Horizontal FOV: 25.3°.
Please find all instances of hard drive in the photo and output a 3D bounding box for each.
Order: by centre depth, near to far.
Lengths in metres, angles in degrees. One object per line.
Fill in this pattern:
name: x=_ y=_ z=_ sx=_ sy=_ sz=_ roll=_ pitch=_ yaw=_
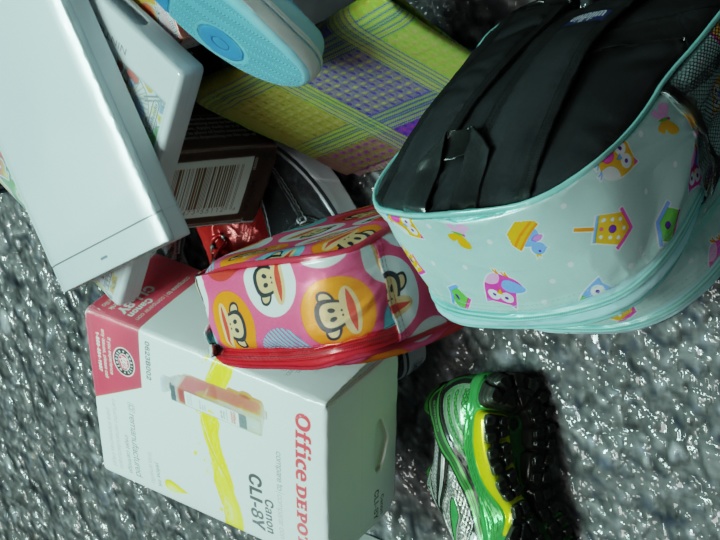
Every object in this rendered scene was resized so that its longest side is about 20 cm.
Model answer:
hard drive: x=-0.190 y=-0.096 z=1.013 sx=0.132 sy=0.027 sz=0.201 roll=-21 pitch=92 yaw=48

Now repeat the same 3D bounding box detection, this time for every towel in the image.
towel: x=0.000 y=-0.113 z=1.004 sx=0.200 sy=0.143 sz=0.023 roll=-18 pitch=55 yaw=49

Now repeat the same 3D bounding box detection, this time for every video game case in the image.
video game case: x=-0.187 y=-0.105 z=1.042 sx=0.182 sy=0.023 sz=0.200 roll=43 pitch=135 yaw=23

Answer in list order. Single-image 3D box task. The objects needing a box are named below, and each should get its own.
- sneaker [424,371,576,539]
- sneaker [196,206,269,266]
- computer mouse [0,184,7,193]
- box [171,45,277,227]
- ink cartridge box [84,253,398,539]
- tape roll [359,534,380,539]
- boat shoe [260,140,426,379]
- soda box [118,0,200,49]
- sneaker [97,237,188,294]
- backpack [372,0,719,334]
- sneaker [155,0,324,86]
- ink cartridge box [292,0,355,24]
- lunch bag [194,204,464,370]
sneaker: x=0.091 y=0.164 z=1.072 sx=0.085 sy=0.078 sz=0.201 roll=1 pitch=99 yaw=52
sneaker: x=-0.083 y=0.009 z=1.161 sx=0.077 sy=0.085 sz=0.201 roll=-32 pitch=84 yaw=46
computer mouse: x=-0.238 y=-0.151 z=1.219 sx=0.044 sy=0.109 sz=0.201 roll=-150 pitch=68 yaw=-79
box: x=-0.151 y=-0.116 z=1.129 sx=0.200 sy=0.100 sz=0.075 roll=56 pitch=139 yaw=36
ink cartridge box: x=-0.081 y=0.094 z=1.093 sx=0.199 sy=0.083 sz=0.146 roll=19 pitch=128 yaw=27
tape roll: x=-0.038 y=0.313 z=1.207 sx=0.202 sy=0.139 sz=0.204 roll=21 pitch=122 yaw=38
boat shoe: x=-0.033 y=-0.005 z=1.112 sx=0.201 sy=0.068 sz=0.072 roll=60 pitch=149 yaw=5
soda box: x=-0.136 y=-0.236 z=0.995 sx=0.063 sy=0.068 sz=0.201 roll=-12 pitch=99 yaw=50
sneaker: x=-0.148 y=0.020 z=1.219 sx=0.200 sy=0.075 sz=0.114 roll=55 pitch=157 yaw=18
backpack: x=0.113 y=-0.050 z=0.855 sx=0.175 sy=0.200 sz=0.154 roll=1 pitch=124 yaw=43
sneaker: x=-0.075 y=-0.209 z=0.924 sx=0.200 sy=0.131 sz=0.080 roll=40 pitch=159 yaw=-6
ink cartridge box: x=-0.074 y=-0.252 z=1.040 sx=0.144 sy=0.084 sz=0.201 roll=20 pitch=121 yaw=39
lunch bag: x=0.000 y=0.000 z=0.990 sx=0.176 sy=0.200 sz=0.082 roll=-4 pitch=103 yaw=49
